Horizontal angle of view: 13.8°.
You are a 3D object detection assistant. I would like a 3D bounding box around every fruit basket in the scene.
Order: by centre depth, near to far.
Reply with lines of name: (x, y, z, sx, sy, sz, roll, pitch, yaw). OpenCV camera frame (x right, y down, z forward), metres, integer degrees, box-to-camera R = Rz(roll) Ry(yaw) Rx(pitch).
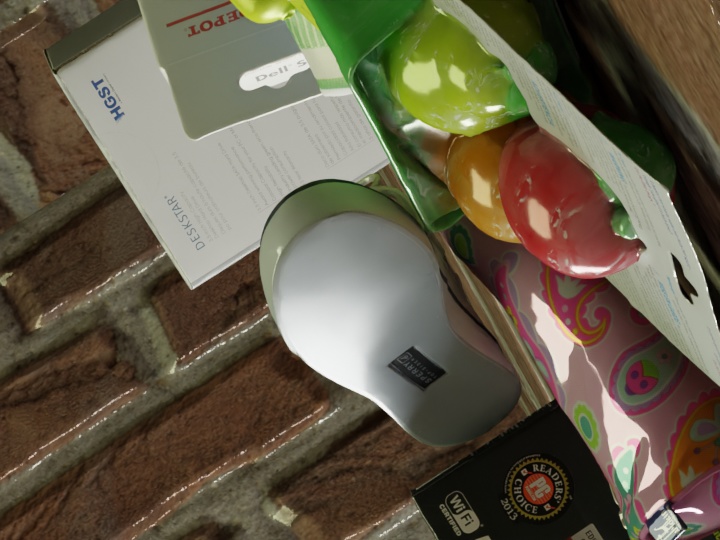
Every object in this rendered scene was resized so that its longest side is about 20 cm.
fruit basket: (0.072, -0.051, 1.120, 0.200, 0.094, 0.185, 39, 169, 31)

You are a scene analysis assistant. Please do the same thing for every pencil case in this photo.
pencil case: (0.102, 0.024, 1.242, 0.201, 0.087, 0.087, 59, 179, 22)

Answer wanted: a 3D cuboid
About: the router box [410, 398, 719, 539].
router box: (0.135, 0.142, 1.301, 0.201, 0.149, 0.062, 57, 179, 6)

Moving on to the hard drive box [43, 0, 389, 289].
hard drive box: (-0.060, -0.112, 1.737, 0.156, 0.199, 0.077, 59, 178, -18)

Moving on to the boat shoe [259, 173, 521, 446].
boat shoe: (0.004, -0.002, 1.244, 0.202, 0.074, 0.086, 42, -163, -55)

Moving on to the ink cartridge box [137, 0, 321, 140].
ink cartridge box: (-0.060, -0.160, 1.558, 0.067, 0.116, 0.201, 64, -172, -68)

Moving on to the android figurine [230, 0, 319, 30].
android figurine: (-0.030, -0.166, 1.243, 0.200, 0.041, 0.182, 46, 153, 4)

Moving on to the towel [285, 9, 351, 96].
towel: (-0.019, -0.161, 1.300, 0.152, 0.023, 0.201, 1, 131, 53)
